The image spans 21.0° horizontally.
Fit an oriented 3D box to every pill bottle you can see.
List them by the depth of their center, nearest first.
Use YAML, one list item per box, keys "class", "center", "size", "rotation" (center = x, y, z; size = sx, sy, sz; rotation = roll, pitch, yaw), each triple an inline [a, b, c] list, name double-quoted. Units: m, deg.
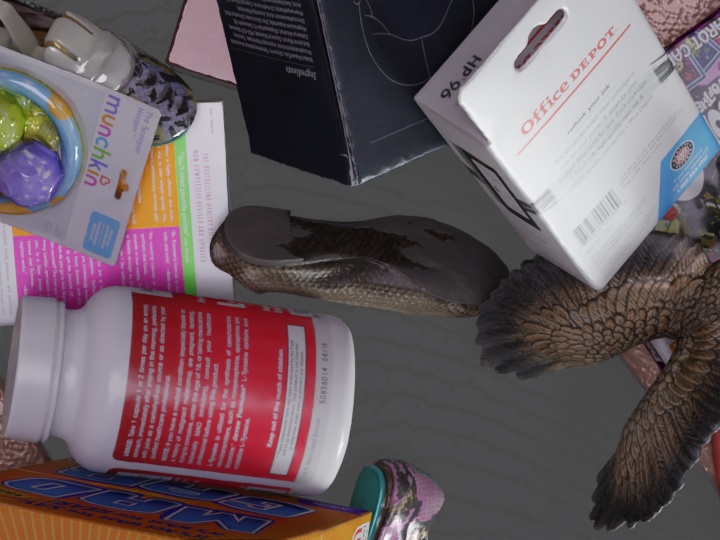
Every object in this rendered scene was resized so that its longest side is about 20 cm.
- class: "pill bottle"
  center: [-0.111, 0.070, 1.167]
  size: [0.198, 0.112, 0.113]
  rotation: [8, 93, -14]

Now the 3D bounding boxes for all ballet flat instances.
- class: "ballet flat"
  center: [-0.193, -0.129, 1.158]
  size: [0.199, 0.072, 0.073]
  rotation: [20, 92, 12]
- class: "ballet flat"
  center: [0.000, 0.000, 1.205]
  size: [0.198, 0.046, 0.068]
  rotation: [6, 49, -23]
- class: "ballet flat"
  center: [0.001, 0.218, 1.226]
  size: [0.071, 0.069, 0.201]
  rotation: [23, 91, -24]

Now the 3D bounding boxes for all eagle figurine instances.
- class: "eagle figurine"
  center: [0.186, 0.043, 1.161]
  size: [0.199, 0.152, 0.152]
  rotation: [-30, 117, -5]

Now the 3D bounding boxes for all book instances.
- class: "book"
  center: [-0.180, -0.034, 1.205]
  size: [0.198, 0.048, 0.135]
  rotation: [-3, 96, -3]

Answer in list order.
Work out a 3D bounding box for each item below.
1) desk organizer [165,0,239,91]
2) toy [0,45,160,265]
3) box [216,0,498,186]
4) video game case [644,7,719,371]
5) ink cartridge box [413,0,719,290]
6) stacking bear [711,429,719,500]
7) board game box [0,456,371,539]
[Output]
- class: "desk organizer"
  center: [-0.053, -0.207, 1.191]
  size: [0.076, 0.072, 0.202]
  rotation: [17, 92, -2]
- class: "toy"
  center: [-0.228, -0.075, 1.138]
  size: [0.199, 0.047, 0.116]
  rotation: [23, 124, 2]
- class: "box"
  center: [0.025, -0.181, 1.112]
  size: [0.199, 0.124, 0.198]
  rotation: [-24, 113, -28]
- class: "video game case"
  center: [0.230, -0.057, 1.235]
  size: [0.199, 0.036, 0.182]
  rotation: [-35, 96, -2]
- class: "ink cartridge box"
  center: [0.110, -0.093, 1.073]
  size: [0.116, 0.068, 0.200]
  rotation: [-49, 138, -6]
- class: "stacking bear"
  center: [0.333, 0.108, 1.219]
  size: [0.198, 0.122, 0.115]
  rotation: [-11, 71, -13]
- class: "board game box"
  center: [-0.127, 0.229, 1.116]
  size: [0.198, 0.200, 0.202]
  rotation: [9, 92, 18]
